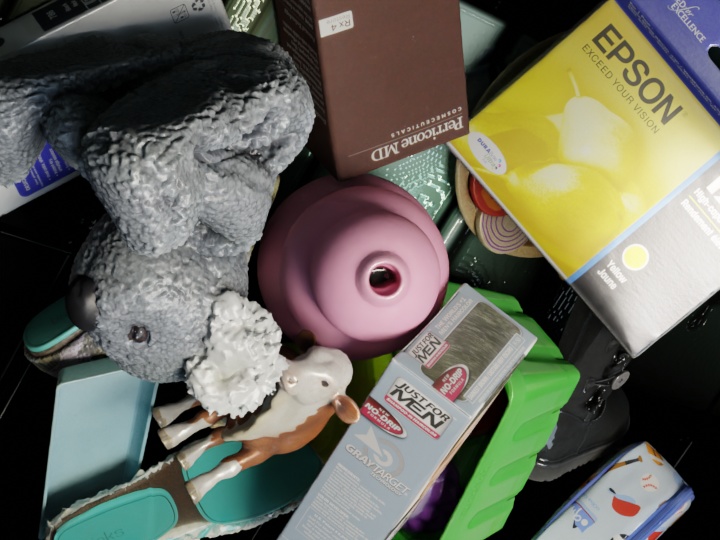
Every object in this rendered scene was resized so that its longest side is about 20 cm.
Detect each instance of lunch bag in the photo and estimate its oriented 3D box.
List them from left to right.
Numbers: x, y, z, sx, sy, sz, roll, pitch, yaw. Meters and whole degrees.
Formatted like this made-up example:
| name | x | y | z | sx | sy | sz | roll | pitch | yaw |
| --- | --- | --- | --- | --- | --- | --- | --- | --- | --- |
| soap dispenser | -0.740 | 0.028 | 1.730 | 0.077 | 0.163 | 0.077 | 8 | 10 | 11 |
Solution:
| name | x | y | z | sx | sy | sz | roll | pitch | yaw |
| --- | --- | --- | --- | --- | --- | --- | --- | --- | --- |
| lunch bag | 0.180 | 0.216 | 1.403 | 0.160 | 0.076 | 0.200 | -43 | 168 | -12 |

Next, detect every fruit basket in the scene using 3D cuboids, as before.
| name | x | y | z | sx | sy | sz | roll | pitch | yaw |
| --- | --- | --- | --- | --- | --- | --- | --- | --- | --- |
| fruit basket | 0.024 | 0.107 | 1.249 | 0.215 | 0.156 | 0.216 | -23 | 141 | -20 |

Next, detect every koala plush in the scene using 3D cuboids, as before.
| name | x | y | z | sx | sy | sz | roll | pitch | yaw |
| --- | --- | --- | --- | --- | --- | --- | --- | --- | --- |
| koala plush | -0.109 | -0.022 | 1.004 | 0.184 | 0.177 | 0.201 | -26 | 125 | -41 |

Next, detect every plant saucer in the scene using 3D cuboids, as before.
| name | x | y | z | sx | sy | sz | roll | pitch | yaw |
| --- | --- | --- | --- | --- | --- | --- | --- | --- | --- |
| plant saucer | -0.177 | 0.116 | 1.174 | 0.070 | 0.019 | 0.200 | -13 | 147 | -23 |

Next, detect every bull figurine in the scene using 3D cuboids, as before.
| name | x | y | z | sx | sy | sz | roll | pitch | yaw |
| --- | --- | --- | --- | --- | --- | --- | --- | --- | --- |
| bull figurine | -0.066 | 0.086 | 1.109 | 0.121 | 0.200 | 0.065 | -28 | 93 | -6 |

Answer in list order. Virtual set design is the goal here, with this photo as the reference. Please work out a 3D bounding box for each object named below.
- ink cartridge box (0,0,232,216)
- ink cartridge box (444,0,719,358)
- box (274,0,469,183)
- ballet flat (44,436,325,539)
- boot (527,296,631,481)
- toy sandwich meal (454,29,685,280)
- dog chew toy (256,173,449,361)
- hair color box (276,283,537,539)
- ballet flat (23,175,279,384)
| name | x | y | z | sx | sy | sz | roll | pitch | yaw |
| --- | --- | --- | --- | --- | --- | --- | --- | --- | --- |
| ink cartridge box | -0.170 | -0.110 | 1.050 | 0.200 | 0.039 | 0.100 | -29 | 132 | -12 |
| ink cartridge box | 0.193 | -0.078 | 1.172 | 0.200 | 0.047 | 0.198 | -41 | 95 | 10 |
| box | 0.003 | -0.165 | 1.093 | 0.100 | 0.075 | 0.200 | -22 | 132 | -16 |
| ballet flat | -0.122 | 0.156 | 1.212 | 0.199 | 0.072 | 0.072 | -18 | 129 | -8 |
| boot | 0.190 | 0.048 | 1.320 | 0.165 | 0.066 | 0.200 | -29 | 143 | -58 |
| toy sandwich meal | 0.163 | -0.084 | 1.245 | 0.205 | 0.070 | 0.206 | -16 | 128 | -21 |
| dog chew toy | 0.000 | 0.000 | 1.118 | 0.124 | 0.200 | 0.125 | 0 | 93 | -7 |
| hair color box | 0.025 | 0.111 | 1.114 | 0.099 | 0.061 | 0.200 | -44 | 168 | -49 |
| ballet flat | -0.123 | 0.008 | 1.139 | 0.200 | 0.072 | 0.072 | -36 | 133 | 5 |
